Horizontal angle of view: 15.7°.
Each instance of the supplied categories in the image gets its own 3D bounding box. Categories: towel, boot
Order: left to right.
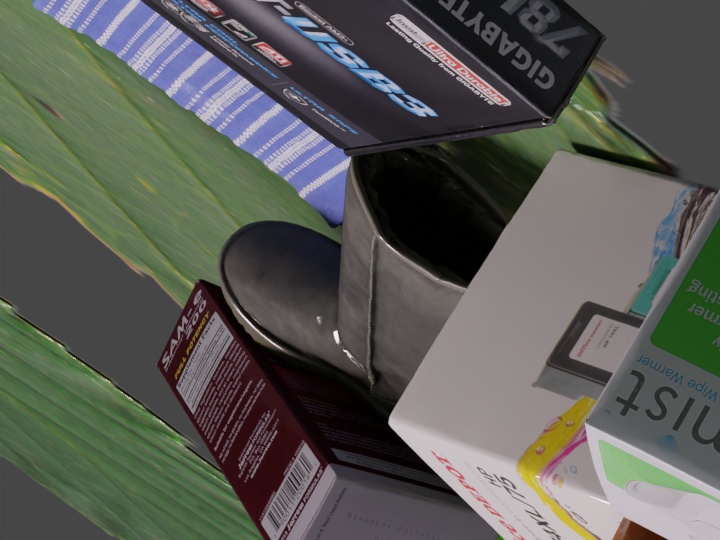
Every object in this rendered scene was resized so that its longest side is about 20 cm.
[{"bbox_3d":[-0.064,-0.091,1.257,0.200,0.024,0.145,35,165,-9],"label":"towel"},{"bbox_3d":[0.001,-0.002,1.239,0.182,0.073,0.200,32,163,17],"label":"boot"}]

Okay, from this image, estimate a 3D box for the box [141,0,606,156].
[{"bbox_3d":[-0.030,-0.124,1.030,0.200,0.050,0.198,37,166,-20],"label":"box"}]

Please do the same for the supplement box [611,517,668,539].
[{"bbox_3d":[0.113,0.151,1.008,0.069,0.067,0.200,27,165,8],"label":"supplement box"}]

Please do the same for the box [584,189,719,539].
[{"bbox_3d":[0.199,0.034,0.809,0.200,0.177,0.097,28,165,20],"label":"box"}]

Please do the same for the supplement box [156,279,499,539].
[{"bbox_3d":[-0.019,0.087,1.344,0.109,0.061,0.200,18,-160,-31],"label":"supplement box"}]

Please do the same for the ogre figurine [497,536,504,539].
[{"bbox_3d":[0.101,0.209,1.468,0.098,0.200,0.120,9,164,27],"label":"ogre figurine"}]

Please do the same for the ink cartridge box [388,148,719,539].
[{"bbox_3d":[0.149,0.064,1.069,0.200,0.146,0.147,18,159,45],"label":"ink cartridge box"}]
